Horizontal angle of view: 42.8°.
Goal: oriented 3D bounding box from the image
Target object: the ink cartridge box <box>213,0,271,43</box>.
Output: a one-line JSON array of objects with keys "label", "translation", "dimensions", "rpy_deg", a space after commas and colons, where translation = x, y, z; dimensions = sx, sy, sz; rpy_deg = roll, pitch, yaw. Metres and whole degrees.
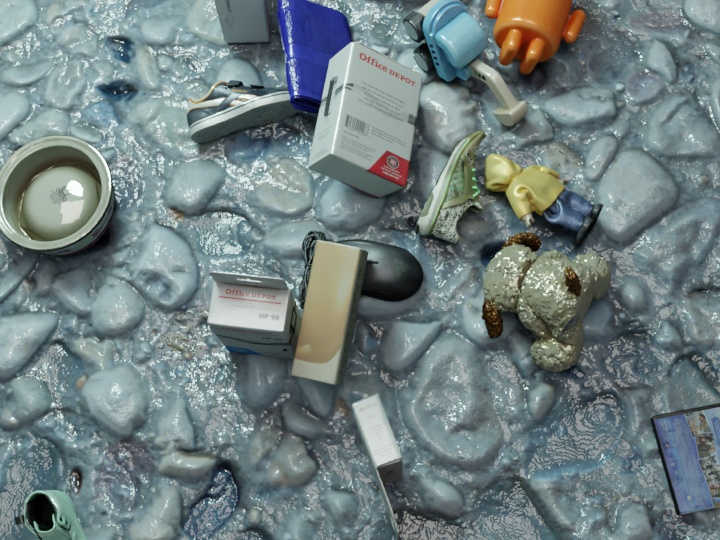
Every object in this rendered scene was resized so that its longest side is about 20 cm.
[{"label": "ink cartridge box", "translation": [-0.198, -0.515, 1.579], "dimensions": [0.083, 0.146, 0.203], "rpy_deg": [0, 72, 1]}]

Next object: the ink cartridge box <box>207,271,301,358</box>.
[{"label": "ink cartridge box", "translation": [-0.155, 0.069, 1.348], "dimensions": [0.114, 0.200, 0.068], "rpy_deg": [6, 71, 6]}]

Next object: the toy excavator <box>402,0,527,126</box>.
[{"label": "toy excavator", "translation": [0.180, -0.345, 1.514], "dimensions": [0.100, 0.195, 0.200], "rpy_deg": [-37, 45, -10]}]

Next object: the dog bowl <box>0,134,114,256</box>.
[{"label": "dog bowl", "translation": [-0.492, -0.114, 1.498], "dimensions": [0.197, 0.074, 0.203], "rpy_deg": [-1, 70, 3]}]

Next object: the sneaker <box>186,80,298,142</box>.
[{"label": "sneaker", "translation": [-0.197, -0.283, 1.535], "dimensions": [0.197, 0.079, 0.080], "rpy_deg": [-16, 73, -2]}]

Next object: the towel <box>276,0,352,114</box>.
[{"label": "towel", "translation": [-0.072, -0.354, 1.543], "dimensions": [0.146, 0.049, 0.203], "rpy_deg": [8, 65, -38]}]

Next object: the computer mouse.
[{"label": "computer mouse", "translation": [0.000, 0.000, 1.440], "dimensions": [0.197, 0.053, 0.140], "rpy_deg": [3, 70, 4]}]

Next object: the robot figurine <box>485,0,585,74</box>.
[{"label": "robot figurine", "translation": [0.293, -0.432, 1.538], "dimensions": [0.142, 0.117, 0.202], "rpy_deg": [8, 70, 35]}]

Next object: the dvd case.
[{"label": "dvd case", "translation": [0.537, 0.264, 1.335], "dimensions": [0.197, 0.018, 0.145], "rpy_deg": [-11, 70, 1]}]

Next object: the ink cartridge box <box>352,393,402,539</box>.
[{"label": "ink cartridge box", "translation": [0.039, 0.276, 1.265], "dimensions": [0.043, 0.200, 0.175], "rpy_deg": [-21, 71, -5]}]

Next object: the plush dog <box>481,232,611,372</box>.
[{"label": "plush dog", "translation": [0.262, 0.028, 1.379], "dimensions": [0.170, 0.161, 0.202], "rpy_deg": [16, 71, 33]}]

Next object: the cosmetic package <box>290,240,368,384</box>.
[{"label": "cosmetic package", "translation": [-0.044, 0.061, 1.366], "dimensions": [0.070, 0.105, 0.203], "rpy_deg": [11, 89, 7]}]

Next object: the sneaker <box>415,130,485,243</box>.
[{"label": "sneaker", "translation": [0.163, -0.128, 1.472], "dimensions": [0.088, 0.077, 0.202], "rpy_deg": [28, 81, 2]}]

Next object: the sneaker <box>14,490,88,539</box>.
[{"label": "sneaker", "translation": [-0.421, 0.404, 1.293], "dimensions": [0.073, 0.118, 0.202], "rpy_deg": [-28, 73, -8]}]

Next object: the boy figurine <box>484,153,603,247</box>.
[{"label": "boy figurine", "translation": [0.278, -0.116, 1.452], "dimensions": [0.198, 0.065, 0.125], "rpy_deg": [29, 56, 14]}]

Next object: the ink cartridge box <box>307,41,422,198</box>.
[{"label": "ink cartridge box", "translation": [0.010, -0.240, 1.472], "dimensions": [0.143, 0.083, 0.203], "rpy_deg": [20, 70, -28]}]
